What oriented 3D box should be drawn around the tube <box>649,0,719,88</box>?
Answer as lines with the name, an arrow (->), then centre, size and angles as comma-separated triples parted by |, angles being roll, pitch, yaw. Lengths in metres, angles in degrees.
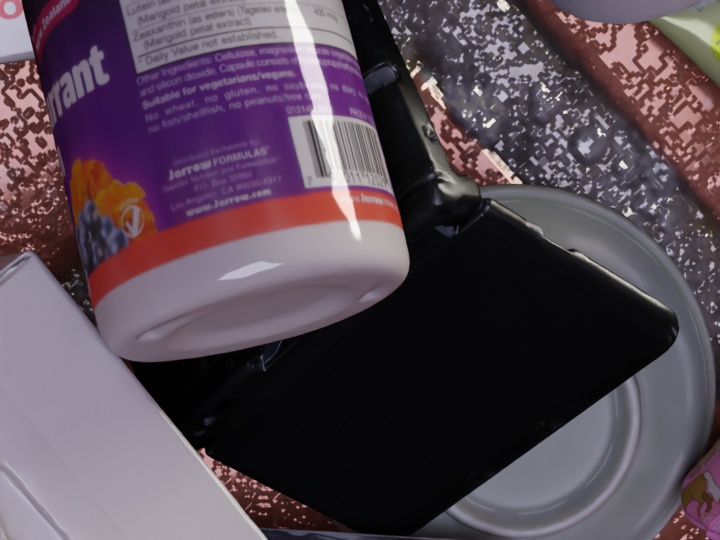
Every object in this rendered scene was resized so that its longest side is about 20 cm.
tube -> 0.211, -0.072, 0.794 | 0.200, 0.058, 0.052 | 48, 131, -8

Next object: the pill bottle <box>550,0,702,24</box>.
pill bottle -> 0.082, -0.196, 0.642 | 0.113, 0.114, 0.201 | -29, 132, -1

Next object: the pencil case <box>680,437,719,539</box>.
pencil case -> 0.211, 0.037, 0.766 | 0.082, 0.087, 0.201 | 10, 118, -19

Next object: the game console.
game console -> 0.000, 0.000, 0.728 | 0.200, 0.116, 0.177 | -42, 62, 39

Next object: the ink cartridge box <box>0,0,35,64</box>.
ink cartridge box -> -0.112, -0.190, 0.716 | 0.145, 0.083, 0.202 | -9, 101, -6

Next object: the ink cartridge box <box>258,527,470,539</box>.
ink cartridge box -> 0.000, 0.166, 0.771 | 0.198, 0.039, 0.100 | 1, 68, 8

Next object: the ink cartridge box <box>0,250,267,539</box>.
ink cartridge box -> -0.136, 0.076, 0.696 | 0.086, 0.200, 0.147 | -42, 103, -20

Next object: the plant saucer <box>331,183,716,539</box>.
plant saucer -> 0.071, 0.063, 0.801 | 0.198, 0.050, 0.202 | -1, 101, -7

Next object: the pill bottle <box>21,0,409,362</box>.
pill bottle -> -0.059, -0.078, 0.621 | 0.110, 0.111, 0.202 | -14, 78, -4
